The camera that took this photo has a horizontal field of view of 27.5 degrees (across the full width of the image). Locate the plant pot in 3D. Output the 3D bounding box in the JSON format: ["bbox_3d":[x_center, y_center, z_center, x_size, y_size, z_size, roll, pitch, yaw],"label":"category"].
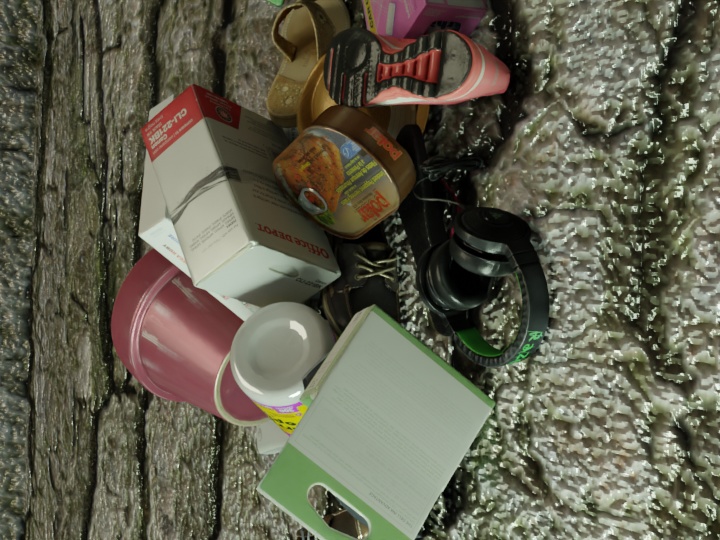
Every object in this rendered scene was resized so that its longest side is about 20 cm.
[{"bbox_3d":[-0.155,0.078,1.664,0.179,0.200,0.200,34,121,45],"label":"plant pot"}]

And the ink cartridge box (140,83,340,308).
[{"bbox_3d":[-0.120,-0.068,1.474,0.084,0.144,0.200,-37,58,23],"label":"ink cartridge box"}]

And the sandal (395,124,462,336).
[{"bbox_3d":[0.072,-0.039,1.376,0.075,0.045,0.200,164,92,-72],"label":"sandal"}]

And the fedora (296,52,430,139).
[{"bbox_3d":[-0.009,-0.156,1.471,0.201,0.082,0.201,-26,58,53],"label":"fedora"}]

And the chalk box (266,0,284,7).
[{"bbox_3d":[-0.075,-0.376,1.523,0.124,0.124,0.200,33,110,24],"label":"chalk box"}]

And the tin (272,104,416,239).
[{"bbox_3d":[-0.015,-0.090,1.379,0.112,0.042,0.200,47,157,-5],"label":"tin"}]

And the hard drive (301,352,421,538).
[{"bbox_3d":[0.001,0.171,1.378,0.200,0.042,0.135,53,-160,-58],"label":"hard drive"}]

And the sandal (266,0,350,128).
[{"bbox_3d":[-0.060,-0.250,1.568,0.070,0.078,0.212,75,-159,-50],"label":"sandal"}]

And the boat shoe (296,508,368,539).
[{"bbox_3d":[-0.028,0.289,1.518,0.200,0.072,0.072,119,143,-59],"label":"boat shoe"}]

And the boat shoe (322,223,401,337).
[{"bbox_3d":[0.000,0.000,1.492,0.073,0.074,0.200,114,147,-42],"label":"boat shoe"}]

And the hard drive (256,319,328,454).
[{"bbox_3d":[-0.080,0.140,1.732,0.200,0.027,0.132,151,118,-64],"label":"hard drive"}]

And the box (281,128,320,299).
[{"bbox_3d":[-0.070,-0.078,1.631,0.156,0.041,0.200,88,178,-78],"label":"box"}]

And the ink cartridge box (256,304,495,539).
[{"bbox_3d":[0.010,0.150,1.258,0.200,0.146,0.048,-56,12,-25],"label":"ink cartridge box"}]

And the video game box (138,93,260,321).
[{"bbox_3d":[-0.156,-0.065,1.575,0.047,0.182,0.200,-31,39,25],"label":"video game box"}]

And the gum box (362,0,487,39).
[{"bbox_3d":[0.050,-0.285,1.395,0.114,0.066,0.200,128,137,-53],"label":"gum box"}]

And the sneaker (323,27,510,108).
[{"bbox_3d":[0.049,-0.172,1.321,0.200,0.087,0.074,11,92,46],"label":"sneaker"}]

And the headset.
[{"bbox_3d":[0.107,-0.015,1.275,0.200,0.094,0.124,64,144,20],"label":"headset"}]

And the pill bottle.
[{"bbox_3d":[-0.051,0.114,1.473,0.200,0.104,0.104,56,-160,-60],"label":"pill bottle"}]
